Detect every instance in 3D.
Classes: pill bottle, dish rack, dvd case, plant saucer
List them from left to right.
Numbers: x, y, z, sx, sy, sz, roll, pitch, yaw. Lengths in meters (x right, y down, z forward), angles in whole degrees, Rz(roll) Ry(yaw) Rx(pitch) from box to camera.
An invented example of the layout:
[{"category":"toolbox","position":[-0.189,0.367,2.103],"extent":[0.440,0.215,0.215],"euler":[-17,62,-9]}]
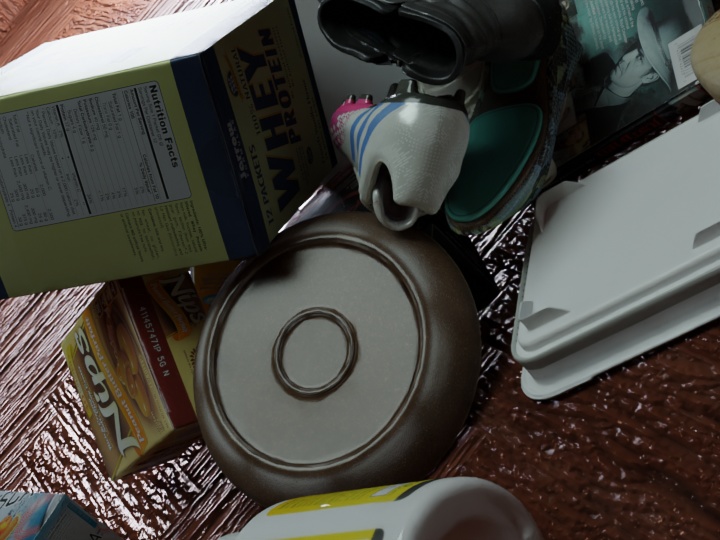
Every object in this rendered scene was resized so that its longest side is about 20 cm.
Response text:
[{"category":"plant saucer","position":[-0.023,0.054,1.030],"extent":[0.200,0.032,0.201],"euler":[-7,71,22]},{"category":"pill bottle","position":[-0.004,0.170,0.857],"extent":[0.200,0.111,0.111],"euler":[-15,39,49]},{"category":"dvd case","position":[0.152,-0.135,1.126],"extent":[0.200,0.022,0.146],"euler":[-33,48,32]},{"category":"dish rack","position":[0.167,-0.025,0.962],"extent":[0.200,0.044,0.172],"euler":[-29,29,33]}]

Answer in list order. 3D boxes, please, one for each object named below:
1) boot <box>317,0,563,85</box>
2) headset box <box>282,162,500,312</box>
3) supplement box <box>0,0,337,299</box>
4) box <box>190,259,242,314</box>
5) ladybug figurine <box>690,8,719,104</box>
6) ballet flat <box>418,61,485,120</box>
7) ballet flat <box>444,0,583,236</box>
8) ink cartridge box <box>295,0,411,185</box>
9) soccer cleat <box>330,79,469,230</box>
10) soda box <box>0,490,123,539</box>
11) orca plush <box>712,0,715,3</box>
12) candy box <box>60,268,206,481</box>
[{"category":"boot","position":[0.016,-0.170,1.039],"extent":[0.200,0.070,0.132],"euler":[18,25,38]},{"category":"headset box","position":[0.000,0.000,1.157],"extent":[0.149,0.075,0.200],"euler":[-42,24,9]},{"category":"supplement box","position":[-0.147,-0.089,1.121],"extent":[0.199,0.135,0.200],"euler":[-9,19,18]},{"category":"box","position":[-0.107,0.026,1.225],"extent":[0.200,0.041,0.119],"euler":[-95,8,-50]},{"category":"ladybug figurine","position":[0.266,-0.115,0.875],"extent":[0.200,0.072,0.136],"euler":[6,44,50]},{"category":"ballet flat","position":[0.053,-0.172,1.140],"extent":[0.072,0.072,0.200],"euler":[-25,71,39]},{"category":"ballet flat","position":[0.107,-0.093,1.070],"extent":[0.074,0.074,0.200],"euler":[-18,44,47]},{"category":"ink cartridge box","position":[-0.029,-0.168,1.304],"extent":[0.147,0.146,0.200],"euler":[-38,9,-5]},{"category":"soccer cleat","position":[0.017,-0.068,1.054],"extent":[0.200,0.070,0.087],"euler":[175,106,-79]},{"category":"soda box","position":[-0.259,0.212,1.261],"extent":[0.200,0.068,0.064],"euler":[-10,43,55]},{"category":"orca plush","position":[0.225,-0.245,1.170],"extent":[0.105,0.071,0.200],"euler":[-46,24,1]},{"category":"candy box","position":[-0.154,0.073,1.174],"extent":[0.055,0.116,0.200],"euler":[-18,-10,-25]}]
